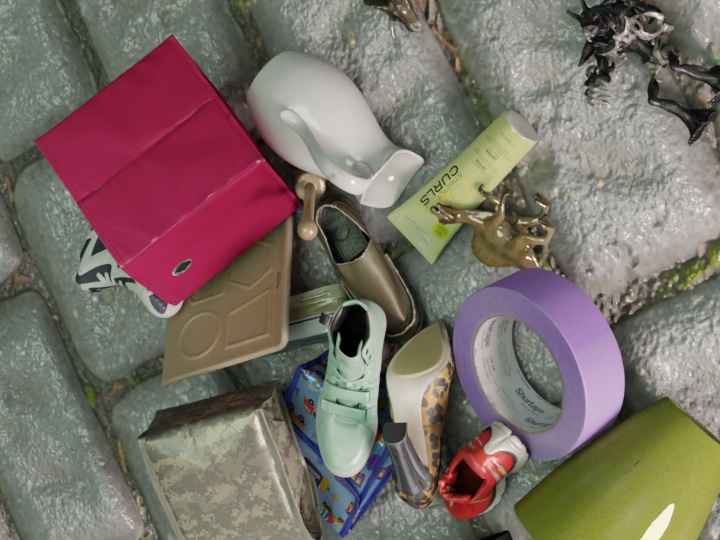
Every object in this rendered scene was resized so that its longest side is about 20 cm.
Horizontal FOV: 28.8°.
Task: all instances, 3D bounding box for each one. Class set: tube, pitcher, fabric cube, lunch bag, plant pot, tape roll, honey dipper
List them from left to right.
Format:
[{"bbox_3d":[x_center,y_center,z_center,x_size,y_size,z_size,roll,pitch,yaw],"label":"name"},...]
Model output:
[{"bbox_3d":[-0.216,-0.110,1.623,0.199,0.196,0.201,-37,73,0],"label":"fabric cube"},{"bbox_3d":[-0.146,0.251,1.650,0.163,0.118,0.202,-16,102,11],"label":"lunch bag"},{"bbox_3d":[-0.059,-0.076,1.599,0.038,0.200,0.038,0,114,-1],"label":"honey dipper"},{"bbox_3d":[-0.043,-0.158,1.589,0.200,0.171,0.122,42,108,13],"label":"pitcher"},{"bbox_3d":[-0.033,0.215,1.702,0.150,0.094,0.201,40,126,17],"label":"lunch bag"},{"bbox_3d":[0.118,-0.097,1.593,0.200,0.052,0.058,-45,44,28],"label":"tube"},{"bbox_3d":[0.191,0.103,1.530,0.199,0.065,0.202,28,129,42],"label":"tape roll"},{"bbox_3d":[0.298,0.241,1.499,0.187,0.187,0.200,42,98,14],"label":"plant pot"}]

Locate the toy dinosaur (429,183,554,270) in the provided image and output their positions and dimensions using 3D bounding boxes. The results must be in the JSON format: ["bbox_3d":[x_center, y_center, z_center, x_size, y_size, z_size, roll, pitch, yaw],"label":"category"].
[{"bbox_3d":[0.175,-0.034,1.578,0.200,0.058,0.101,39,122,-5],"label":"toy dinosaur"}]

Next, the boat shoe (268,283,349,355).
[{"bbox_3d":[-0.097,0.064,1.716,0.198,0.072,0.063,-12,74,20],"label":"boat shoe"}]

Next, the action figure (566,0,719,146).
[{"bbox_3d":[0.289,-0.225,1.462,0.199,0.102,0.119,37,123,14],"label":"action figure"}]

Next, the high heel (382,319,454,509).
[{"bbox_3d":[0.075,0.167,1.609,0.071,0.201,0.143,3,136,23],"label":"high heel"}]

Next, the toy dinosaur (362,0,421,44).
[{"bbox_3d":[0.030,-0.368,1.573,0.102,0.076,0.202,-25,71,59],"label":"toy dinosaur"}]

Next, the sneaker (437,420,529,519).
[{"bbox_3d":[0.119,0.234,1.584,0.077,0.085,0.201,50,152,19],"label":"sneaker"}]

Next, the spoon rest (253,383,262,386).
[{"bbox_3d":[-0.146,0.236,1.750,0.060,0.099,0.202,16,105,-24],"label":"spoon rest"}]

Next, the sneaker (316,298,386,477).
[{"bbox_3d":[-0.019,0.128,1.556,0.073,0.118,0.203,6,84,11],"label":"sneaker"}]

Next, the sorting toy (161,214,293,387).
[{"bbox_3d":[-0.158,0.040,1.706,0.199,0.036,0.187,-21,50,28],"label":"sorting toy"}]

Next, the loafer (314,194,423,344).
[{"bbox_3d":[0.000,0.000,1.642,0.075,0.070,0.201,-37,81,9],"label":"loafer"}]

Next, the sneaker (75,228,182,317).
[{"bbox_3d":[-0.298,0.007,1.774,0.130,0.079,0.200,-51,60,32],"label":"sneaker"}]

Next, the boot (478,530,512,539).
[{"bbox_3d":[0.123,0.416,1.652,0.199,0.076,0.170,-23,84,20],"label":"boot"}]
